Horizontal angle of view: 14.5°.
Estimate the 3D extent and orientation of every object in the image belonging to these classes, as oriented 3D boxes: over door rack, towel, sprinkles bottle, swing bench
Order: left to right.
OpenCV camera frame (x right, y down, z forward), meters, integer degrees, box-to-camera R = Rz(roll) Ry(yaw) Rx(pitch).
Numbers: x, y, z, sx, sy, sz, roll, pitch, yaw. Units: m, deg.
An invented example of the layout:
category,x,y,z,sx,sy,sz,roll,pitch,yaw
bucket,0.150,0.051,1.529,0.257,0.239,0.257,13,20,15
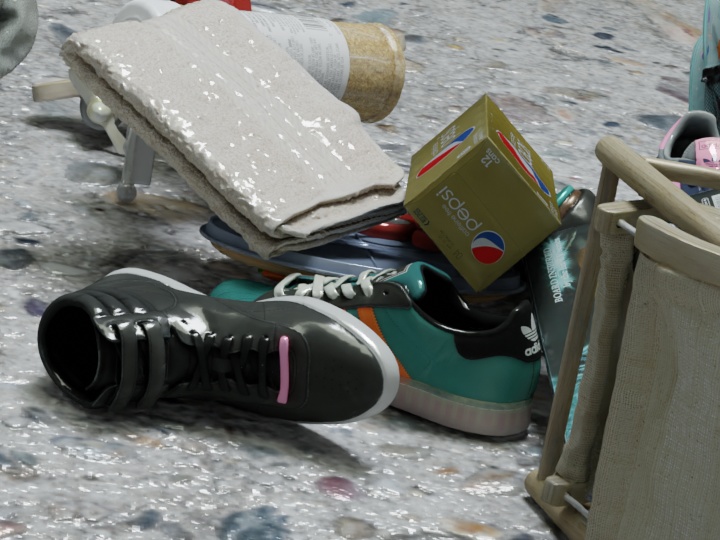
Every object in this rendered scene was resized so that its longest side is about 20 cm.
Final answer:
category,x,y,z,sx,sy,sz,roll,pitch,yaw
over door rack,-0.079,-0.063,1.802,0.147,0.067,0.200,6,9,-7
towel,-0.071,-0.088,1.666,0.200,0.035,0.132,43,37,23
sprinkles bottle,-0.065,-0.133,1.820,0.199,0.069,0.068,2,20,-39
swing bench,0.166,0.064,1.366,0.129,0.200,0.200,8,18,-4

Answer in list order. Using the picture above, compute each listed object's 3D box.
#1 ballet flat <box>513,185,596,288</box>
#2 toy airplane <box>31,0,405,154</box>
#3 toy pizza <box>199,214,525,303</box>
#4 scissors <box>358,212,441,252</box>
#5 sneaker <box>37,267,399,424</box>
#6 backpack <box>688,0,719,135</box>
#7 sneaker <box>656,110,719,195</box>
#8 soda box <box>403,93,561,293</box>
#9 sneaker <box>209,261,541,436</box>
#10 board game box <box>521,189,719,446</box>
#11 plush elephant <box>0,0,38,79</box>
category,x,y,z,sx,sy,sz,roll,pitch,yaw
ballet flat,0.119,-0.011,1.761,0.068,0.068,0.200,43,-4,-6
toy airplane,-0.098,-0.135,1.957,0.199,0.142,0.198,-22,-19,41
toy pizza,0.000,0.000,1.702,0.199,0.032,0.200,10,8,-1
scissors,0.044,-0.028,1.813,0.073,0.014,0.200,9,5,10
sneaker,-0.083,0.050,1.489,0.199,0.071,0.099,13,20,28
backpack,0.329,-0.144,2.073,0.176,0.202,0.150,0,1,-24
sneaker,0.227,-0.042,1.891,0.070,0.083,0.200,7,24,-10
soda box,0.071,-0.048,1.664,0.068,0.064,0.200,49,8,-7
sneaker,0.008,0.025,1.578,0.199,0.080,0.071,15,21,16
board game box,0.165,0.033,1.567,0.134,0.028,0.201,-15,35,5
plush elephant,-0.307,-0.182,1.883,0.155,0.165,0.200,-38,55,-12
